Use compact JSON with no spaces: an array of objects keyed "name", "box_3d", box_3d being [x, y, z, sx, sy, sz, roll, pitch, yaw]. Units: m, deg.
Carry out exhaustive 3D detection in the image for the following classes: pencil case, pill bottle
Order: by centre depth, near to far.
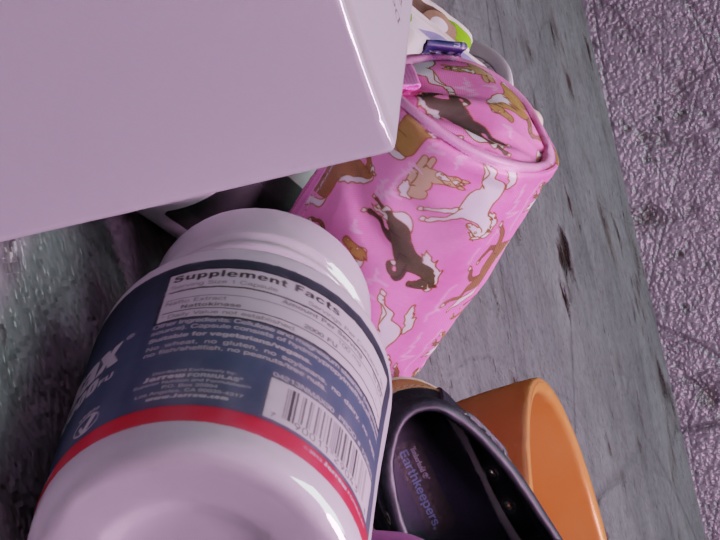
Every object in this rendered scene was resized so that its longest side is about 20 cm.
[{"name":"pill bottle","box_3d":[-0.049,0.062,0.980,0.200,0.119,0.120,-79,153,-62]},{"name":"pencil case","box_3d":[0.000,0.000,1.103,0.083,0.200,0.087,-12,53,-48]}]

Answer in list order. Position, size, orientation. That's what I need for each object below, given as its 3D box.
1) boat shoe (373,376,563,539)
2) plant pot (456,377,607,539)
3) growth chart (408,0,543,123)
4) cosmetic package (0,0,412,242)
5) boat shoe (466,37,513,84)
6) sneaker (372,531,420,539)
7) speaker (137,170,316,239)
[{"name":"boat shoe","box_3d":[0.057,0.134,1.072,0.200,0.075,0.062,61,-14,-3]},{"name":"plant pot","box_3d":[0.038,0.161,1.218,0.200,0.140,0.200,-13,90,-78]},{"name":"growth chart","box_3d":[0.000,-0.108,1.195,0.200,0.018,0.145,43,34,3]},{"name":"cosmetic package","box_3d":[-0.082,-0.142,0.930,0.200,0.167,0.167,-83,157,-55]},{"name":"boat shoe","box_3d":[0.012,-0.019,1.271,0.202,0.074,0.065,-65,171,2]},{"name":"sneaker","box_3d":[-0.012,0.194,0.981,0.200,0.080,0.089,-61,143,-44]},{"name":"speaker","box_3d":[-0.057,-0.046,1.147,0.200,0.081,0.081,40,38,-71]}]
